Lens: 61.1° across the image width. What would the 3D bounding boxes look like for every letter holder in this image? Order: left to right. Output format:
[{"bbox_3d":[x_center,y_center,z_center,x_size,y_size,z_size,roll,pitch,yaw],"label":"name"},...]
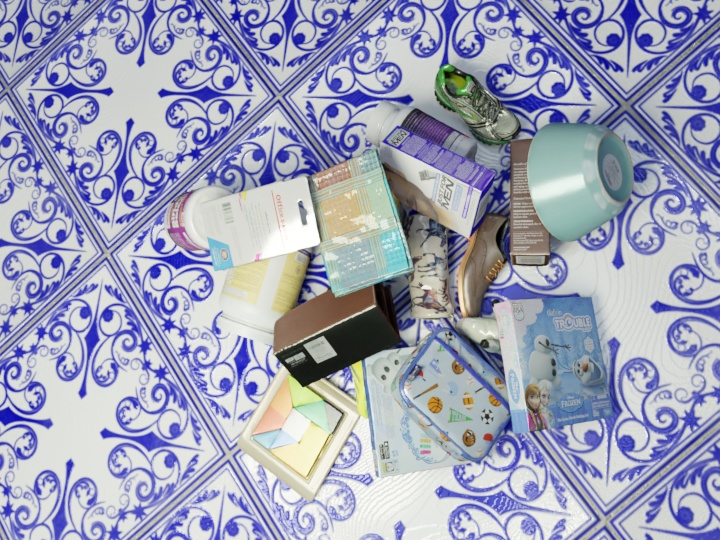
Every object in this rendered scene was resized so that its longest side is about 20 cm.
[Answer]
[{"bbox_3d":[-0.044,0.082,1.053,0.195,0.101,0.144,-25,39,14],"label":"letter holder"}]

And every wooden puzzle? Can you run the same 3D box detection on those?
[{"bbox_3d":[-0.116,0.291,1.134,0.182,0.037,0.204,30,88,15],"label":"wooden puzzle"}]

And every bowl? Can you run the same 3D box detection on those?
[{"bbox_3d":[0.377,-0.158,1.010,0.104,0.196,0.209,-11,74,52],"label":"bowl"}]

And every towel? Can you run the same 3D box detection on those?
[{"bbox_3d":[-0.007,-0.075,0.980,0.142,0.022,0.206,-18,85,14],"label":"towel"}]

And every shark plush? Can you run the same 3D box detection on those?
[{"bbox_3d":[0.263,0.124,1.054,0.194,0.083,0.093,20,61,-15],"label":"shark plush"}]

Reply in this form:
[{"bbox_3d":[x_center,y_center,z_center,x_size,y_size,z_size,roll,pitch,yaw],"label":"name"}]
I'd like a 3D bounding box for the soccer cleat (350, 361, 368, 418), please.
[{"bbox_3d":[0.003,0.166,1.127,0.082,0.064,0.208,-7,81,38],"label":"soccer cleat"}]

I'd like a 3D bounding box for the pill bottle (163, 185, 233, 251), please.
[{"bbox_3d":[-0.308,-0.096,1.162,0.198,0.110,0.116,0,76,56],"label":"pill bottle"}]

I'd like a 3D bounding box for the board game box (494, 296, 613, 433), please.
[{"bbox_3d":[0.319,0.149,1.001,0.194,0.043,0.206,-1,77,-29],"label":"board game box"}]

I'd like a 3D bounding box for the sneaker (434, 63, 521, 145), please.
[{"bbox_3d":[0.214,-0.309,1.141,0.198,0.085,0.079,38,89,15],"label":"sneaker"}]

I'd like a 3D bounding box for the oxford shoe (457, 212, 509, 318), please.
[{"bbox_3d":[0.220,-0.006,1.086,0.071,0.071,0.207,5,81,31],"label":"oxford shoe"}]

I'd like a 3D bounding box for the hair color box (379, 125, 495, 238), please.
[{"bbox_3d":[0.125,-0.153,1.052,0.197,0.111,0.065,31,54,21],"label":"hair color box"}]

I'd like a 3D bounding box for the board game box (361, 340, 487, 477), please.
[{"bbox_3d":[0.108,0.235,1.054,0.192,0.043,0.207,-5,78,-12],"label":"board game box"}]

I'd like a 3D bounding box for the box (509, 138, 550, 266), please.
[{"bbox_3d":[0.299,-0.119,1.079,0.072,0.100,0.208,2,80,16],"label":"box"}]

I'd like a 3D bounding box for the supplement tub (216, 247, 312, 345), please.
[{"bbox_3d":[-0.181,0.024,1.139,0.141,0.145,0.206,16,84,14],"label":"supplement tub"}]

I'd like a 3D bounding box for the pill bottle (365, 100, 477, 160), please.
[{"bbox_3d":[0.110,-0.234,1.137,0.197,0.111,0.113,32,88,15],"label":"pill bottle"}]

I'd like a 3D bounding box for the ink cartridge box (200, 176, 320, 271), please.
[{"bbox_3d":[-0.160,-0.079,1.027,0.193,0.068,0.119,-12,93,14],"label":"ink cartridge box"}]

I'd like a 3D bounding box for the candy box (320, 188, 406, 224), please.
[{"bbox_3d":[0.011,-0.113,1.091,0.113,0.200,0.058,17,86,14],"label":"candy box"}]

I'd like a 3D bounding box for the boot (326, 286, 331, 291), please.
[{"bbox_3d":[0.000,0.000,1.127,0.198,0.097,0.075,-39,75,3],"label":"boot"}]

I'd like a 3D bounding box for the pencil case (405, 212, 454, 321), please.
[{"bbox_3d":[0.128,-0.006,1.111,0.087,0.077,0.208,-7,78,25],"label":"pencil case"}]

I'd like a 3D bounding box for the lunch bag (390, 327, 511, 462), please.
[{"bbox_3d":[0.154,0.198,1.005,0.200,0.076,0.161,44,70,0],"label":"lunch bag"}]
